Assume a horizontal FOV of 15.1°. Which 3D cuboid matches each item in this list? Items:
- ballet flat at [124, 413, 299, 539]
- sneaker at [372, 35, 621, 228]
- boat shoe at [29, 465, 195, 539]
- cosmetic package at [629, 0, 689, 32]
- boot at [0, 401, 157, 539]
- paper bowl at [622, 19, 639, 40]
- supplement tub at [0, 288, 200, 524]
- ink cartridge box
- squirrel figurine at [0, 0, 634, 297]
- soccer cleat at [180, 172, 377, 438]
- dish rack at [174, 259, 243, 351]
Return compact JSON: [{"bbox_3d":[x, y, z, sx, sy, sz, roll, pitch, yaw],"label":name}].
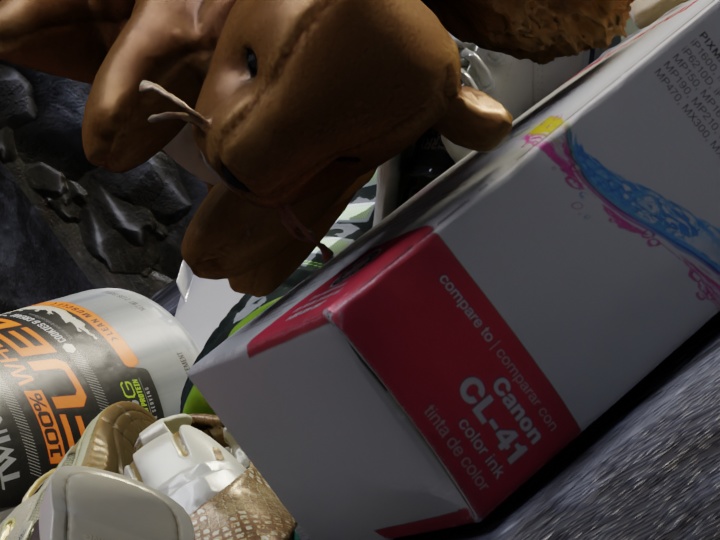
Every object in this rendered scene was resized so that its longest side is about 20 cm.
[{"bbox_3d":[-0.064,0.090,1.026,0.070,0.065,0.200,-36,5,-4],"label":"ballet flat"},{"bbox_3d":[0.047,-0.057,1.010,0.073,0.201,0.071,5,-4,35],"label":"sneaker"},{"bbox_3d":[-0.091,0.126,0.866,0.200,0.072,0.060,-96,28,-72],"label":"boat shoe"},{"bbox_3d":[0.196,-0.135,0.983,0.200,0.105,0.071,-35,40,17],"label":"cosmetic package"},{"bbox_3d":[-0.146,0.137,1.141,0.155,0.072,0.200,-37,7,15],"label":"boot"},{"bbox_3d":[0.148,-0.136,1.276,0.200,0.104,0.201,-35,-16,-12],"label":"paper bowl"},{"bbox_3d":[-0.171,0.084,1.255,0.122,0.123,0.200,-33,-10,41],"label":"supplement tub"},{"bbox_3d":[0.059,-0.001,0.897,0.200,0.086,0.148,-37,3,-22],"label":"ink cartridge box"},{"bbox_3d":[-0.003,-0.088,0.894,0.200,0.142,0.187,-40,10,-11],"label":"squirrel figurine"},{"bbox_3d":[0.000,0.000,1.140,0.200,0.068,0.081,-47,14,3],"label":"soccer cleat"},{"bbox_3d":[-0.043,0.017,1.342,0.200,0.044,0.172,-34,32,42],"label":"dish rack"}]
